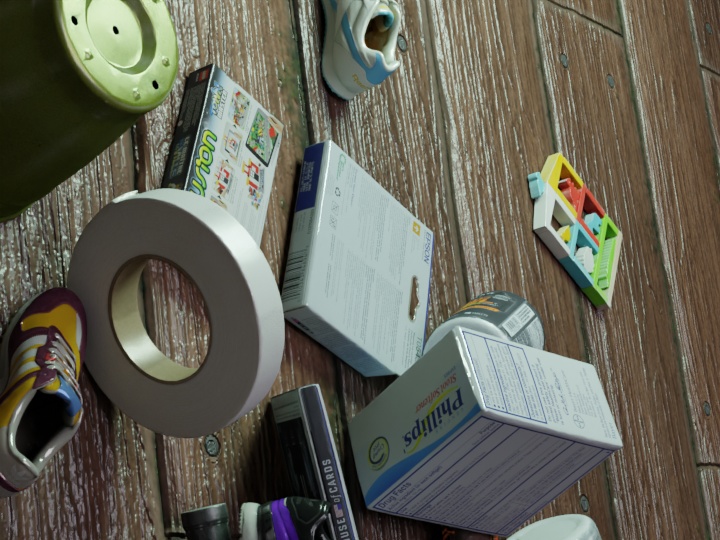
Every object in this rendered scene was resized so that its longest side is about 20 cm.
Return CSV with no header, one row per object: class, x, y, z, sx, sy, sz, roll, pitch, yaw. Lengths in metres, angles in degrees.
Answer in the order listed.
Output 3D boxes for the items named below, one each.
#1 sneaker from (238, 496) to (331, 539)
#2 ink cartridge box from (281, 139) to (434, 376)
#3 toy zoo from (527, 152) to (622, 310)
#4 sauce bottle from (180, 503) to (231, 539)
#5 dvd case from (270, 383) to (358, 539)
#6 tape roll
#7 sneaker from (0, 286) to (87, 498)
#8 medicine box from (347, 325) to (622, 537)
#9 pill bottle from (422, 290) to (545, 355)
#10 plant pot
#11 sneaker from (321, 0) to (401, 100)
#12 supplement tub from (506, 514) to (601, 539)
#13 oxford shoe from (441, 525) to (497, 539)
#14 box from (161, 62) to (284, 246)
sneaker,-0.034,0.285,1.339,0.070,0.098,0.203,-50,126,-82
ink cartridge box,0.000,0.000,1.656,0.200,0.043,0.198,41,46,-43
toy zoo,0.277,-0.060,2.080,0.200,0.020,0.132,48,42,-32
sauce bottle,-0.114,0.300,1.354,0.066,0.066,0.202,-1,75,-54
dvd case,-0.037,0.206,1.444,0.024,0.150,0.203,-12,85,-14
tape roll,-0.152,0.034,1.293,0.037,0.201,0.205,-27,98,-54
sneaker,-0.241,0.091,1.240,0.075,0.089,0.201,46,43,-32
medicine box,0.122,0.164,1.586,0.198,0.182,0.104,18,43,-36
pill bottle,0.141,0.083,1.743,0.107,0.105,0.200,70,20,-3
plant pot,-0.250,-0.159,1.243,0.200,0.191,0.203,26,55,-46
sneaker,0.003,-0.289,1.746,0.076,0.080,0.203,17,62,-48
supplement tub,0.232,0.380,1.747,0.122,0.122,0.202,-32,102,-54
oxford shoe,0.104,0.283,1.672,0.072,0.071,0.201,40,38,-9
box,-0.133,-0.084,1.511,0.110,0.034,0.202,40,47,-38
